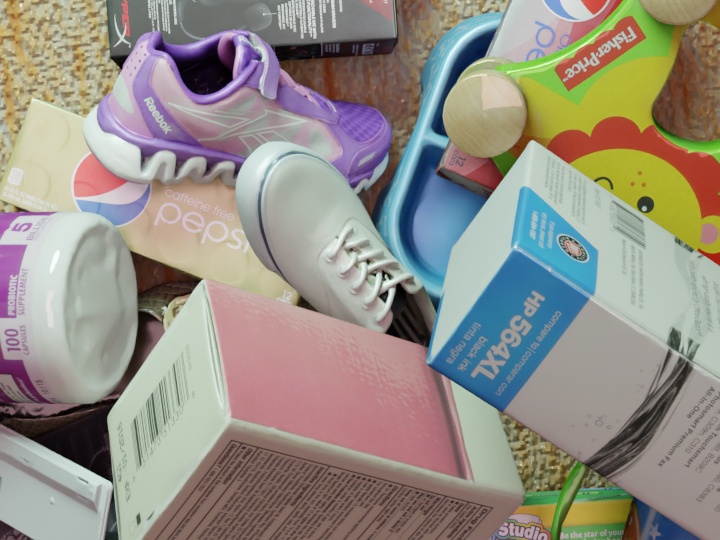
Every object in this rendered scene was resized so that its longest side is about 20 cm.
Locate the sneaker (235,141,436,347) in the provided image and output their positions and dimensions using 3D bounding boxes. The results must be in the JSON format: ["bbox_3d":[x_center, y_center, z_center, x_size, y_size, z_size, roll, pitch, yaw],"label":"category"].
[{"bbox_3d":[0.000,0.000,1.008,0.073,0.070,0.200,-53,132,-16],"label":"sneaker"}]

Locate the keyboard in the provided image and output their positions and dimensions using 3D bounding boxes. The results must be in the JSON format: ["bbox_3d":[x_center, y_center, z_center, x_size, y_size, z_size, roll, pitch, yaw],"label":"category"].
[{"bbox_3d":[-0.221,0.119,1.020,0.199,0.011,0.057,21,111,35],"label":"keyboard"}]

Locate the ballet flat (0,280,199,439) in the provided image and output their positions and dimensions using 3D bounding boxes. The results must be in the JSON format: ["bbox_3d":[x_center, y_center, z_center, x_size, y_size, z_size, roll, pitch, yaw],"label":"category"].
[{"bbox_3d":[-0.172,0.062,1.065,0.198,0.046,0.068,-21,91,-1],"label":"ballet flat"}]

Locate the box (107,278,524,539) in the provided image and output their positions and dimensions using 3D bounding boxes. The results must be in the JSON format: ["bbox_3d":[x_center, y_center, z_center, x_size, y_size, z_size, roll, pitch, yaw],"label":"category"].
[{"bbox_3d":[-0.028,0.107,0.970,0.198,0.110,0.128,18,127,-30],"label":"box"}]

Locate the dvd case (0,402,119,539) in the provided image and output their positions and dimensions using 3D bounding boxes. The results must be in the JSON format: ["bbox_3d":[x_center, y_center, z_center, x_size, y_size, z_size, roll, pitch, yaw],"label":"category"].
[{"bbox_3d":[-0.170,0.167,1.035,0.198,0.016,0.150,-24,64,7],"label":"dvd case"}]

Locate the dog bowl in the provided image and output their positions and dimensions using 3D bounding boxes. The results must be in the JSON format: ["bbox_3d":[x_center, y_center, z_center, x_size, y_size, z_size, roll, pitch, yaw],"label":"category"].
[{"bbox_3d":[0.077,-0.068,1.071,0.110,0.050,0.202,20,90,-1],"label":"dog bowl"}]

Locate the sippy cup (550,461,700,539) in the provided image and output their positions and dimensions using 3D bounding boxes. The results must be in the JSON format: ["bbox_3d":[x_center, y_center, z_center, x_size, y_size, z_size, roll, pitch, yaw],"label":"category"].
[{"bbox_3d":[0.204,0.177,0.980,0.177,0.139,0.132,28,100,42],"label":"sippy cup"}]

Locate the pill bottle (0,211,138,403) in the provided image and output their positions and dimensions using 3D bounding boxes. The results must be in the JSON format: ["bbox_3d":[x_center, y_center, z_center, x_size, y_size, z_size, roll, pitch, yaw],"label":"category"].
[{"bbox_3d":[-0.242,0.022,1.014,0.197,0.112,0.114,-1,90,18],"label":"pill bottle"}]

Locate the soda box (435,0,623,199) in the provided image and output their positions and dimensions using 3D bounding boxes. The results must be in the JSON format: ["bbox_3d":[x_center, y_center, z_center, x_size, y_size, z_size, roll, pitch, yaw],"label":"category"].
[{"bbox_3d":[0.113,-0.138,1.012,0.063,0.070,0.202,24,90,0],"label":"soda box"}]

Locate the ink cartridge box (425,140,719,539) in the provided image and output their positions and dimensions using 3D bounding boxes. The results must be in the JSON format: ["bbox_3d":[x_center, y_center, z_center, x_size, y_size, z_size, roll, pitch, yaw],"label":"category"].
[{"bbox_3d":[0.143,0.041,0.868,0.199,0.146,0.085,34,114,-6],"label":"ink cartridge box"}]

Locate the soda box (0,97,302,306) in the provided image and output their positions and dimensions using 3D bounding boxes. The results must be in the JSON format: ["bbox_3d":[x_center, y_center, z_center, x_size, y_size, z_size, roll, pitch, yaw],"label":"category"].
[{"bbox_3d":[-0.120,-0.039,1.059,0.198,0.064,0.068,21,89,-1],"label":"soda box"}]

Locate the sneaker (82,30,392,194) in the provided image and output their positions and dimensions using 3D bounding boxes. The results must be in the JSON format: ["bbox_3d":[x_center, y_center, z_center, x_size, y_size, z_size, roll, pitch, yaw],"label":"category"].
[{"bbox_3d":[-0.063,-0.098,1.015,0.198,0.081,0.089,3,124,-30],"label":"sneaker"}]

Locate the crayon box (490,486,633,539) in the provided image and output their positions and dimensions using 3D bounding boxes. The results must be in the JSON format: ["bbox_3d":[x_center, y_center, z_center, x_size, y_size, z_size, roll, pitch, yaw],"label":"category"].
[{"bbox_3d":[0.137,0.200,1.066,0.197,0.058,0.121,-3,89,-2],"label":"crayon box"}]

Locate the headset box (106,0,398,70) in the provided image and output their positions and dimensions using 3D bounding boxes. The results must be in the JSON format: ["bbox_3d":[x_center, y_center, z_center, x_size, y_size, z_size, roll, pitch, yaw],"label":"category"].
[{"bbox_3d":[-0.059,-0.207,1.055,0.197,0.075,0.151,-5,90,-1],"label":"headset box"}]

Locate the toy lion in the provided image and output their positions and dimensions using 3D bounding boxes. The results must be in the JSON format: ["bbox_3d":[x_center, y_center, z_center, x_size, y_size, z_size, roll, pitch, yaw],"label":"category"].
[{"bbox_3d":[0.151,-0.058,0.937,0.199,0.069,0.193,-34,98,15],"label":"toy lion"}]
